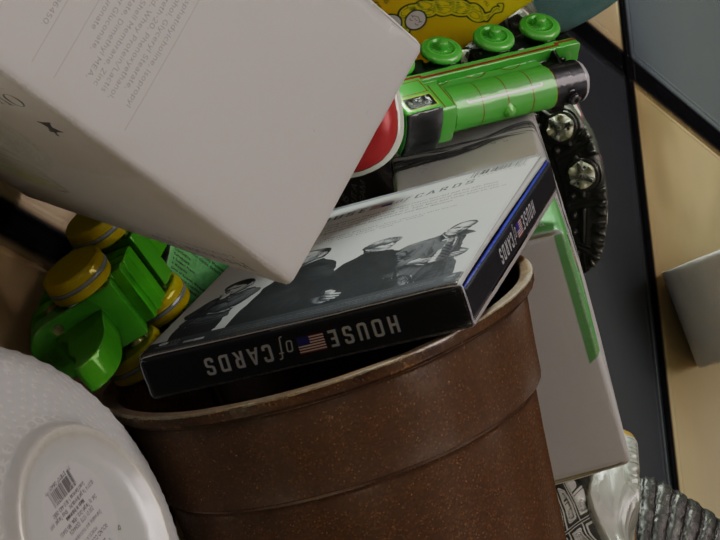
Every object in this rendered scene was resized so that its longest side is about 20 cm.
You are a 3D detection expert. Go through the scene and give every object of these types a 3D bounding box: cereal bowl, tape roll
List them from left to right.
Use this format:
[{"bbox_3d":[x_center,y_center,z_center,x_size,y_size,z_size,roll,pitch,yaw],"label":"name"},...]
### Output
[{"bbox_3d":[-0.135,0.119,1.014,0.200,0.083,0.200,35,45,-44],"label":"cereal bowl"},{"bbox_3d":[0.304,-0.002,1.673,0.202,0.202,0.071,-17,85,-60],"label":"tape roll"}]

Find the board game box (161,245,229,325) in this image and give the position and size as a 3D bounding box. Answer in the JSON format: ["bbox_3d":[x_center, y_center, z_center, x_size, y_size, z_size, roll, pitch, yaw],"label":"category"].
[{"bbox_3d":[-0.036,0.014,1.283,0.200,0.023,0.105,39,51,-41],"label":"board game box"}]

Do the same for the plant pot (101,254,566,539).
[{"bbox_3d":[0.008,0.117,1.145,0.200,0.200,0.198,-36,112,-59],"label":"plant pot"}]

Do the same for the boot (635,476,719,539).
[{"bbox_3d":[0.192,0.231,1.462,0.211,0.079,0.158,52,34,-24],"label":"boot"}]

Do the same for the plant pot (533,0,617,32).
[{"bbox_3d":[0.153,-0.276,1.671,0.200,0.135,0.200,36,42,-42],"label":"plant pot"}]

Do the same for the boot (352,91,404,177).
[{"bbox_3d":[-0.049,-0.130,1.169,0.200,0.072,0.144,59,5,-1],"label":"boot"}]

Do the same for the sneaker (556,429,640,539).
[{"bbox_3d":[0.108,0.166,1.360,0.200,0.088,0.076,-89,180,-53],"label":"sneaker"}]

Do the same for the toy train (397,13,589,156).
[{"bbox_3d":[0.032,-0.088,1.299,0.200,0.042,0.056,-15,45,-24],"label":"toy train"}]

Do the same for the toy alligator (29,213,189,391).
[{"bbox_3d":[-0.114,-0.003,1.155,0.059,0.054,0.200,55,27,-25],"label":"toy alligator"}]

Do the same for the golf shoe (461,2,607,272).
[{"bbox_3d":[0.110,-0.093,1.548,0.088,0.077,0.200,-10,80,-66],"label":"golf shoe"}]

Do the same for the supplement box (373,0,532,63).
[{"bbox_3d":[0.050,-0.195,1.364,0.110,0.200,0.109,50,20,-18],"label":"supplement box"}]

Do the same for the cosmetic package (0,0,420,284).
[{"bbox_3d":[-0.122,-0.107,1.036,0.200,0.199,0.123,35,78,-41],"label":"cosmetic package"}]

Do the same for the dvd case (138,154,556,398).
[{"bbox_3d":[0.000,0.000,1.148,0.200,0.150,0.025,-49,124,-67],"label":"dvd case"}]

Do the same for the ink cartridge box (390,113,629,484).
[{"bbox_3d":[0.073,0.001,1.331,0.200,0.084,0.146,-96,169,-61],"label":"ink cartridge box"}]

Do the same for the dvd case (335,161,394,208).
[{"bbox_3d":[-0.034,-0.081,1.366,0.200,0.016,0.149,35,44,-43],"label":"dvd case"}]
